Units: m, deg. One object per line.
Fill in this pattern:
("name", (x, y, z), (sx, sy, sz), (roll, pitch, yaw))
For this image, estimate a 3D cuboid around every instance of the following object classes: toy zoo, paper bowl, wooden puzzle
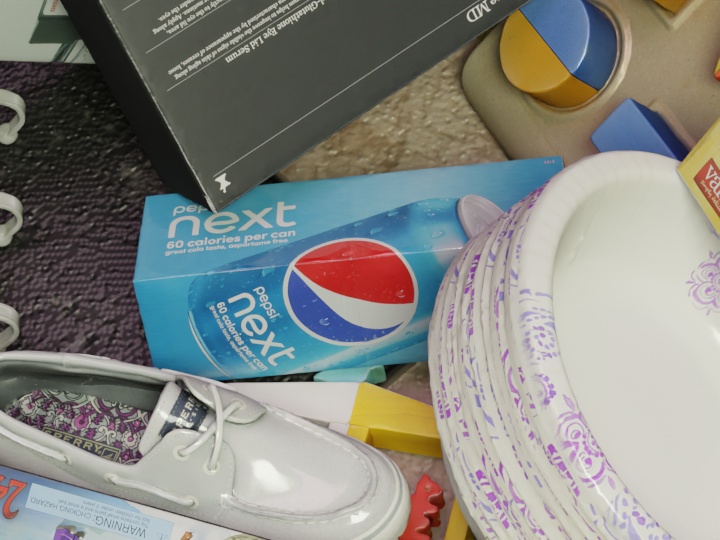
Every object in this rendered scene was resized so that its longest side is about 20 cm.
("toy zoo", (-0.018, 0.121, 0.798), (0.130, 0.021, 0.201), (8, 57, 14))
("paper bowl", (0.112, 0.062, 0.737), (0.199, 0.104, 0.202), (20, 52, -28))
("wooden puzzle", (0.140, -0.100, 0.843), (0.200, 0.046, 0.186), (-50, 52, 24))

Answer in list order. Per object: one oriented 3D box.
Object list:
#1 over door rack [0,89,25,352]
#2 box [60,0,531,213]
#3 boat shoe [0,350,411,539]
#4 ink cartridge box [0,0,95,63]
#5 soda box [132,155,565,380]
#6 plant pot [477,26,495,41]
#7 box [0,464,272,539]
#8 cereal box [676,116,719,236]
("over door rack", (-0.267, -0.028, 0.899), (0.198, 0.067, 0.149), (4, 53, -15))
("box", (-0.030, -0.143, 0.837), (0.199, 0.142, 0.079), (-34, 22, -15))
("boat shoe", (-0.076, 0.074, 0.784), (0.198, 0.069, 0.072), (16, 58, 19))
("ink cartridge box", (-0.128, -0.181, 0.891), (0.199, 0.147, 0.083), (-6, 41, -47))
("soda box", (0.000, 0.000, 0.844), (0.198, 0.065, 0.068), (-6, 36, 5))
("plant pot", (0.082, -0.271, 0.949), (0.195, 0.201, 0.194), (-39, 59, -18))
("box", (-0.092, 0.164, 0.735), (0.198, 0.038, 0.138), (13, 81, 15))
("cereal box", (0.235, 0.009, 0.757), (0.199, 0.040, 0.145), (7, 43, -39))
